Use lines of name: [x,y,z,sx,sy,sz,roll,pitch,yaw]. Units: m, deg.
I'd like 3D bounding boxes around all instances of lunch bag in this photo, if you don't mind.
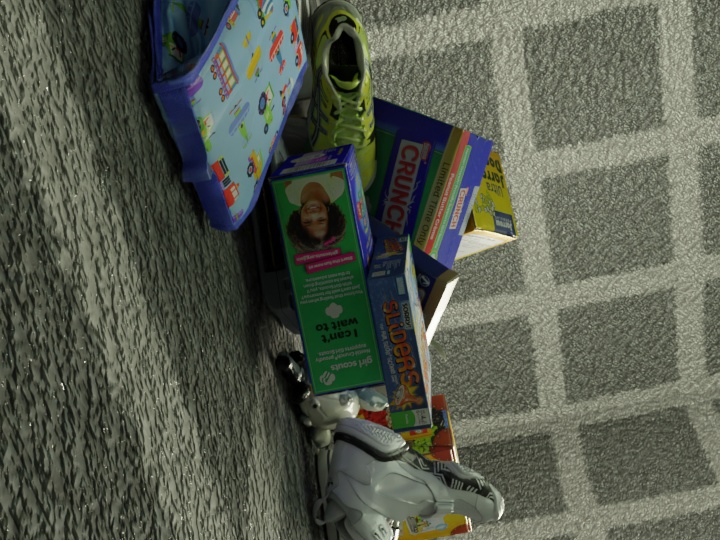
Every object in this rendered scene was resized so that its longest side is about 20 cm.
lunch bag: [-0.101,-0.140,0.786,0.151,0.093,0.202,78,13,-52]

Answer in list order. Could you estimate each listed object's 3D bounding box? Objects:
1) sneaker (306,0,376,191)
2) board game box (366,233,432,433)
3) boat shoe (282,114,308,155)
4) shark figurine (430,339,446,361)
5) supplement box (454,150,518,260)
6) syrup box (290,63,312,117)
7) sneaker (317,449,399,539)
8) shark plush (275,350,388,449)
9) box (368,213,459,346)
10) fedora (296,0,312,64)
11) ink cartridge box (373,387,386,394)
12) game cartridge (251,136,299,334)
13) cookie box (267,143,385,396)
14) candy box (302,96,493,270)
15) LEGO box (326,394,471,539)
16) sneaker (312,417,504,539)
sneaker: [-0.021,-0.170,1.085,0.077,0.075,0.202,-103,-176,-68]
board game box: [0.038,0.050,0.972,0.200,0.034,0.137,-74,155,-78]
boat shoe: [-0.065,-0.136,1.278,0.200,0.070,0.070,30,74,-70]
shark figurine: [0.020,0.141,1.538,0.128,0.215,0.089,49,-30,-13]
supplement box: [0.067,-0.064,1.259,0.108,0.199,0.111,7,68,-55]
syrup box: [-0.070,-0.212,1.319,0.200,0.081,0.080,62,20,-77]
sneaker: [0.006,0.288,1.126,0.078,0.079,0.202,56,25,-81]
shark plush: [-0.054,0.121,1.084,0.084,0.091,0.200,60,18,23]
box: [0.000,0.000,1.127,0.032,0.199,0.122,-31,150,-47]
fedora: [-0.096,-0.261,1.026,0.177,0.089,0.202,65,15,-75]
ink cartridge box: [0.030,0.205,1.382,0.067,0.115,0.201,-94,173,-55]
game cartridge: [-0.081,-0.042,1.071,0.133,0.040,0.202,54,26,-72]
cookie box: [-0.024,-0.006,1.001,0.171,0.074,0.202,-79,158,-78]
candy box: [0.027,-0.097,1.176,0.077,0.199,0.171,4,107,-55]
LEGO box: [0.049,0.251,1.299,0.201,0.147,0.078,75,6,-47]
sneaker: [0.046,0.238,1.072,0.116,0.199,0.075,-66,-165,-19]
